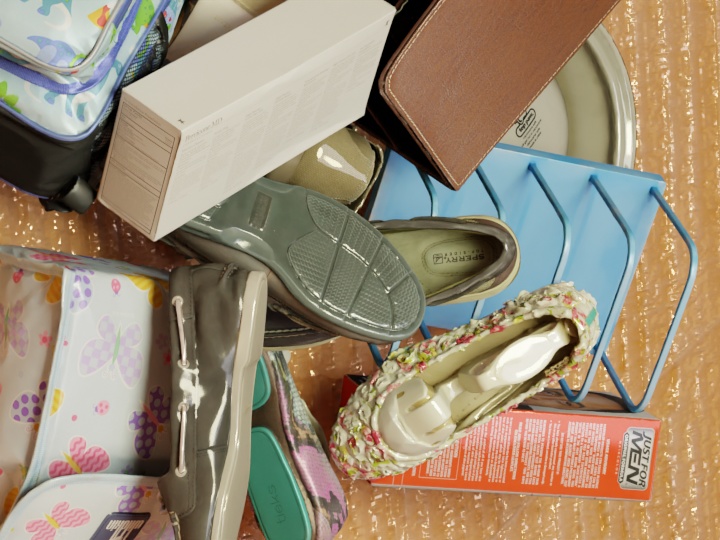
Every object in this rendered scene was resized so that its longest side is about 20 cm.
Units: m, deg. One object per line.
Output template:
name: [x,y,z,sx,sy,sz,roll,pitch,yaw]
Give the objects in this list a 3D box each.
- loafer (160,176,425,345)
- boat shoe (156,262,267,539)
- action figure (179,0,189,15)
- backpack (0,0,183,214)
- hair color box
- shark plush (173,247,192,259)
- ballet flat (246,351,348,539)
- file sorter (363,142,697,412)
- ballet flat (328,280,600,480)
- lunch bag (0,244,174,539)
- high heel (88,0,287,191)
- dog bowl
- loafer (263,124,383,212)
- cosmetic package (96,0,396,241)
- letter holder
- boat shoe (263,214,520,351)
loafer: [-0.055,-0.015,1.586,0.200,0.063,0.072,31,61,-12]
boat shoe: [-0.094,0.094,1.538,0.067,0.057,0.201,18,80,-81]
action figure: [-0.079,-0.207,1.658,0.199,0.055,0.119,-11,119,-25]
backpack: [-0.187,-0.170,1.495,0.182,0.147,0.200,27,60,0]
hair color box: [0.093,0.114,1.801,0.199,0.101,0.062,5,97,-16]
shark plush: [-0.075,-0.106,1.713,0.201,0.091,0.083,-65,152,-26]
ballet flat: [-0.061,0.089,1.723,0.071,0.069,0.201,-34,103,-57]
file sorter: [0.108,0.005,1.774,0.199,0.123,0.139,10,114,-18]
ballet flat: [0.065,0.071,1.690,0.200,0.064,0.076,-34,98,5]
lunch bag: [-0.160,0.096,1.586,0.169,0.127,0.201,10,95,-46]
high heel: [-0.095,-0.127,1.644,0.071,0.143,0.200,47,54,0]
dog bowl: [0.110,-0.097,1.897,0.200,0.074,0.201,-3,94,-46]
loafer: [-0.026,-0.062,1.690,0.067,0.200,0.076,31,94,0]
cosmetic package: [-0.064,-0.098,1.525,0.200,0.051,0.083,-34,153,-45]
letter holder: [0.067,-0.179,1.674,0.200,0.100,0.142,-49,145,-7]
boat shoe: [0.001,0.001,1.642,0.066,0.200,0.072,72,7,-79]
